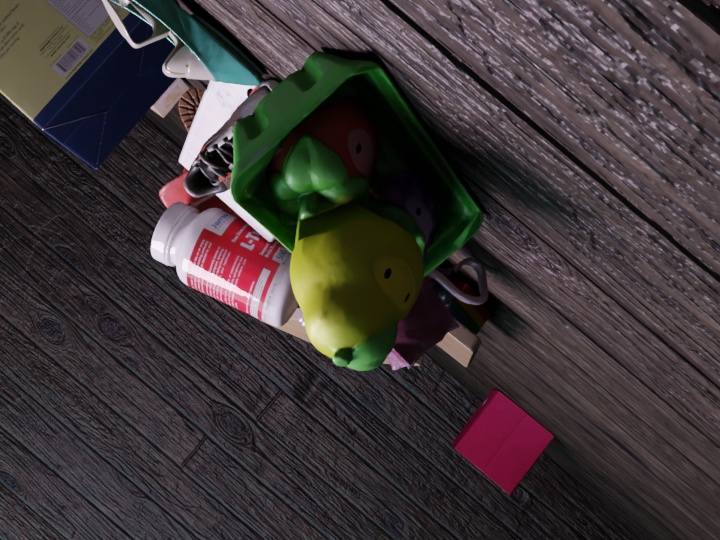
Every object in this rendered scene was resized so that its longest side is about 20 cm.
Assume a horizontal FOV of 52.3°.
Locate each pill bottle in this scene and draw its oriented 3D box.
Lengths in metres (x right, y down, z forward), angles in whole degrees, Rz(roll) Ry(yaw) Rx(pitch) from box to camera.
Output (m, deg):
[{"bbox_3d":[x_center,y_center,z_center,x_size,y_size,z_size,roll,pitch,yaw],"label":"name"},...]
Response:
[{"bbox_3d":[-0.170,-0.014,0.977,0.198,0.113,0.112,24,174,6],"label":"pill bottle"}]

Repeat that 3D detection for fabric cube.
[{"bbox_3d":[0.392,0.474,2.053,0.199,0.200,0.196,39,177,9],"label":"fabric cube"}]

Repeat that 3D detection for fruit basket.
[{"bbox_3d":[0.004,-0.034,0.544,0.216,0.155,0.216,49,-174,-7],"label":"fruit basket"}]

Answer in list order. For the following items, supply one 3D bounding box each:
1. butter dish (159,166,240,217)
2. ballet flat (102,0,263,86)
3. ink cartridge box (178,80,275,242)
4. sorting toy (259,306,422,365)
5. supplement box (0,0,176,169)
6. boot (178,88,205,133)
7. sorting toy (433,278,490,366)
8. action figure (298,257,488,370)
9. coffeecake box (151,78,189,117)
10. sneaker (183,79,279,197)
[{"bbox_3d":[-0.175,-0.137,1.090,0.200,0.198,0.149,55,-170,-50],"label":"butter dish"},{"bbox_3d":[-0.191,-0.237,0.735,0.200,0.071,0.067,41,175,-15],"label":"ballet flat"},{"bbox_3d":[-0.123,-0.147,0.876,0.162,0.057,0.200,41,134,2],"label":"ink cartridge box"},{"bbox_3d":[-0.026,0.082,1.172,0.199,0.070,0.198,27,162,-29],"label":"sorting toy"},{"bbox_3d":[-0.375,-0.285,0.955,0.199,0.200,0.134,39,175,15],"label":"supplement box"},{"bbox_3d":[-0.217,-0.216,1.184,0.200,0.075,0.107,43,-179,-30],"label":"boot"},{"bbox_3d":[0.088,0.032,0.991,0.199,0.070,0.199,39,174,12],"label":"sorting toy"},{"bbox_3d":[0.024,0.005,0.719,0.200,0.148,0.135,50,-157,-32],"label":"action figure"},{"bbox_3d":[-0.399,-0.363,1.206,0.153,0.073,0.200,37,174,41],"label":"coffeecake box"},{"bbox_3d":[-0.133,-0.128,0.800,0.077,0.082,0.200,49,141,-6],"label":"sneaker"}]
